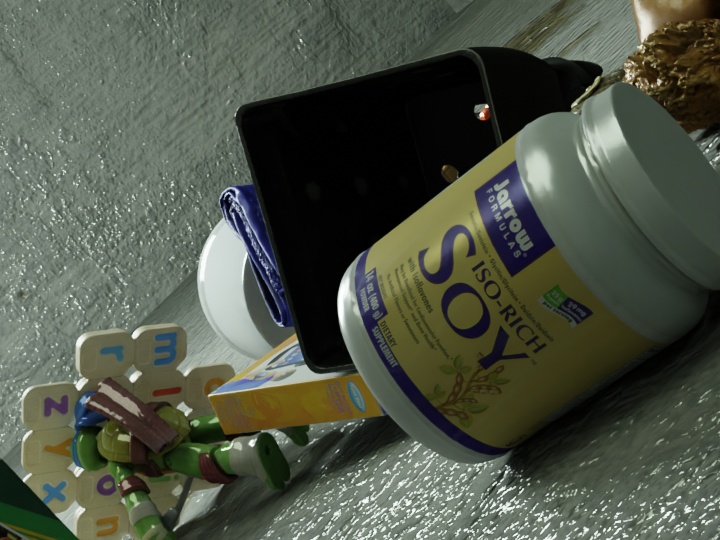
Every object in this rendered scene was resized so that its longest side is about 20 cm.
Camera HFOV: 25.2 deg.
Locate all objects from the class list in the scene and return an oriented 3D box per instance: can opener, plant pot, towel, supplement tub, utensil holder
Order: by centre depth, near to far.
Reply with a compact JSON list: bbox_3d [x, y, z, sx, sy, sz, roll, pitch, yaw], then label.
[{"bbox_3d":[0.102,0.003,0.904,0.200,0.145,0.145,-38,9,26],"label":"supplement tub"},{"bbox_3d":[0.060,-0.056,1.153,0.200,0.200,0.177,-10,10,32],"label":"plant pot"},{"bbox_3d":[0.001,-0.030,1.296,0.200,0.148,0.050,-8,-40,-26],"label":"towel"},{"bbox_3d":[-0.053,0.010,1.515,0.170,0.170,0.200,-43,12,-11],"label":"utensil holder"},{"bbox_3d":[0.130,-0.155,1.518,0.200,0.063,0.079,-12,-4,22],"label":"can opener"}]

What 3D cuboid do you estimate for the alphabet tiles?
[{"bbox_3d":[-0.201,0.144,1.396,0.195,0.200,0.015,-6,20,-30],"label":"alphabet tiles"}]

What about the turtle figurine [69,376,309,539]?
[{"bbox_3d":[-0.136,0.178,1.336,0.194,0.200,0.144,-14,-8,23],"label":"turtle figurine"}]

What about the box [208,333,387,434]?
[{"bbox_3d":[-0.009,0.074,1.220,0.200,0.042,0.119,-14,15,44],"label":"box"}]

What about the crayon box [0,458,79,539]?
[{"bbox_3d":[-0.280,0.269,1.179,0.200,0.173,0.058,-45,6,-20],"label":"crayon box"}]

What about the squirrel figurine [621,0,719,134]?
[{"bbox_3d":[0.282,-0.180,1.181,0.200,0.141,0.187,-57,22,-10],"label":"squirrel figurine"}]

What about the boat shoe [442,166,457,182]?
[{"bbox_3d":[0.139,-0.102,1.567,0.200,0.074,0.069,-42,-11,-6],"label":"boat shoe"}]

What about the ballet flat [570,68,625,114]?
[{"bbox_3d":[0.258,-0.188,1.406,0.200,0.046,0.067,-33,3,-10],"label":"ballet flat"}]

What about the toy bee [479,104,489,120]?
[{"bbox_3d":[0.127,-0.090,1.394,0.200,0.109,0.131,-40,7,9],"label":"toy bee"}]
